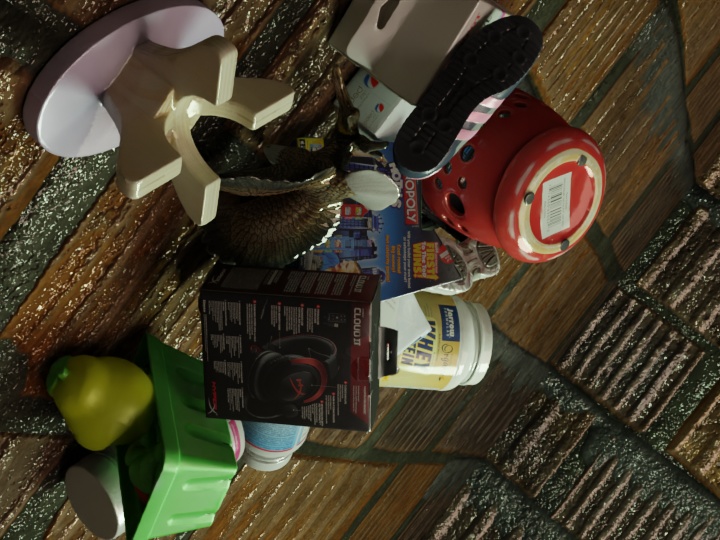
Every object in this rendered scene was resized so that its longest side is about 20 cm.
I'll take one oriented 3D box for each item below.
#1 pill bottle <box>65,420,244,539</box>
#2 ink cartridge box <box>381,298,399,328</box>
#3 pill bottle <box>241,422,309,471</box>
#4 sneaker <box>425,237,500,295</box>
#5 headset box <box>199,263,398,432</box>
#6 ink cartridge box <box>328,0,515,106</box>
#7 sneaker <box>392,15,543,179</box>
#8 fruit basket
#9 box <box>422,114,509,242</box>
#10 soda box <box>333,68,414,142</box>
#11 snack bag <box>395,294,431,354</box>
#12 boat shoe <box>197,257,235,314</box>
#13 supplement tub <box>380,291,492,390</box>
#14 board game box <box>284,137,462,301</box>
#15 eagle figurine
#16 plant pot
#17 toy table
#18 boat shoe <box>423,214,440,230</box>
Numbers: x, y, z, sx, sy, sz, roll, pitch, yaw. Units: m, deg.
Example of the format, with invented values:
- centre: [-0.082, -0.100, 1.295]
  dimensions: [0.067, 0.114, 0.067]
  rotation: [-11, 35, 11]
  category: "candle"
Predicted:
- centre: [-0.242, 0.225, 1.346]
  dimensions: [0.199, 0.113, 0.114]
  rotation: [-30, 151, -43]
  category: "pill bottle"
- centre: [0.000, 0.000, 1.407]
  dimensions: [0.148, 0.085, 0.203]
  rotation: [47, 52, -70]
  category: "ink cartridge box"
- centre: [-0.115, 0.182, 1.549]
  dimensions: [0.108, 0.108, 0.201]
  rotation: [-33, 153, -40]
  category: "pill bottle"
- centre: [0.107, 0.004, 1.521]
  dimensions: [0.099, 0.079, 0.199]
  rotation: [-26, 169, 33]
  category: "sneaker"
- centre: [-0.060, 0.080, 1.174]
  dimensions: [0.075, 0.197, 0.150]
  rotation: [-68, 159, -66]
  category: "headset box"
- centre: [0.073, -0.251, 1.207]
  dimensions: [0.129, 0.125, 0.199]
  rotation: [-57, 159, 17]
  category: "ink cartridge box"
- centre: [0.103, -0.174, 1.151]
  dimensions: [0.200, 0.070, 0.082]
  rotation: [-45, 175, -6]
  category: "sneaker"
- centre: [-0.243, 0.164, 1.194]
  dimensions: [0.215, 0.215, 0.157]
  rotation: [-21, 144, -53]
  category: "fruit basket"
- centre: [0.165, -0.143, 1.570]
  dimensions: [0.198, 0.050, 0.201]
  rotation: [34, 91, -43]
  category: "box"
- centre: [0.036, -0.169, 1.346]
  dimensions: [0.064, 0.068, 0.200]
  rotation: [-52, 160, -1]
  category: "soda box"
- centre: [-0.001, 0.047, 1.509]
  dimensions: [0.188, 0.202, 0.021]
  rotation: [-37, -160, -34]
  category: "snack bag"
- centre: [-0.114, -0.023, 1.282]
  dimensions: [0.060, 0.074, 0.201]
  rotation: [-7, -133, 54]
  category: "boat shoe"
- centre: [0.079, 0.100, 1.662]
  dimensions: [0.198, 0.145, 0.145]
  rotation: [5, 131, -20]
  category: "supplement tub"
- centre: [0.014, -0.041, 1.274]
  dimensions: [0.197, 0.203, 0.062]
  rotation: [1, 177, -22]
  category: "board game box"
- centre: [-0.075, -0.088, 1.152]
  dimensions: [0.199, 0.152, 0.151]
  rotation: [-39, -164, -15]
  category: "eagle figurine"
- centre: [0.204, -0.121, 1.458]
  dimensions: [0.199, 0.182, 0.203]
  rotation: [-19, 124, -30]
  category: "plant pot"
- centre: [-0.158, -0.133, 0.930]
  dimensions: [0.200, 0.117, 0.185]
  rotation: [-42, 158, -27]
  category: "toy table"
- centre: [0.108, -0.102, 1.641]
  dimensions: [0.199, 0.071, 0.068]
  rotation: [-28, 114, -34]
  category: "boat shoe"
